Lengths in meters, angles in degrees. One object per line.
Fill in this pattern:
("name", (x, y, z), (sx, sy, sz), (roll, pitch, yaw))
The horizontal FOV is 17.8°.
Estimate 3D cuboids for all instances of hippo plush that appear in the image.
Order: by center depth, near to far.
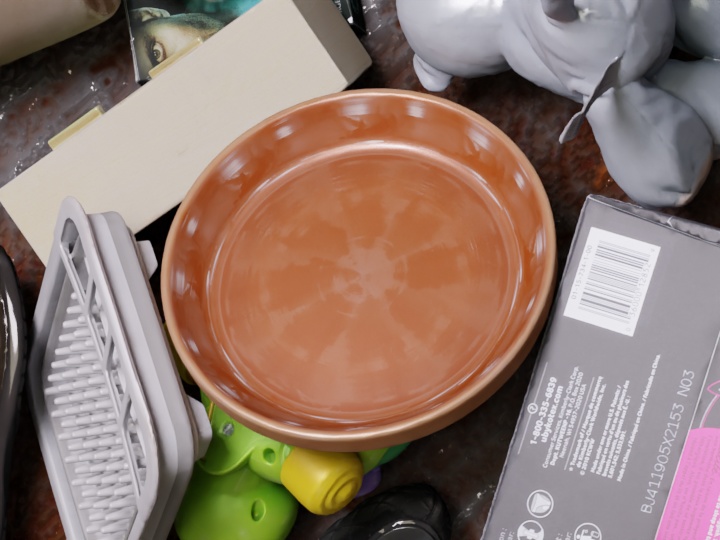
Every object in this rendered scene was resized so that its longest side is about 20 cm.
("hippo plush", (0.099, -0.114, 1.180), (0.160, 0.200, 0.161), (8, 120, 39))

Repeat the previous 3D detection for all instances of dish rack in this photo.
("dish rack", (-0.128, 0.073, 1.212), (0.043, 0.200, 0.173), (-9, 61, -23))

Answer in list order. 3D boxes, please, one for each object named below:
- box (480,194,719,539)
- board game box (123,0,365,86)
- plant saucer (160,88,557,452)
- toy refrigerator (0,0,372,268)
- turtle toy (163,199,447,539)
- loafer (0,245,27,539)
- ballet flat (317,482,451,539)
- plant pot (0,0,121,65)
("box", (0.152, 0.081, 1.146), (0.131, 0.115, 0.202), (17, 87, 21))
("board game box", (-0.079, -0.215, 1.310), (0.134, 0.028, 0.202), (-14, 78, 15))
("plant saucer", (0.000, 0.000, 1.147), (0.198, 0.032, 0.202), (-5, 59, 9))
("toy refrigerator", (-0.097, -0.080, 1.252), (0.199, 0.076, 0.070), (-34, 96, 18))
("turtle toy", (-0.030, 0.069, 1.211), (0.200, 0.101, 0.146), (-48, 60, 3))
("loafer", (-0.225, 0.084, 1.275), (0.071, 0.073, 0.202), (6, 89, -11))
("ballet flat", (-0.031, 0.183, 1.236), (0.199, 0.057, 0.067), (-33, 101, 16))
("plant pot", (-0.227, -0.185, 1.270), (0.172, 0.200, 0.202), (-4, 81, 14))
